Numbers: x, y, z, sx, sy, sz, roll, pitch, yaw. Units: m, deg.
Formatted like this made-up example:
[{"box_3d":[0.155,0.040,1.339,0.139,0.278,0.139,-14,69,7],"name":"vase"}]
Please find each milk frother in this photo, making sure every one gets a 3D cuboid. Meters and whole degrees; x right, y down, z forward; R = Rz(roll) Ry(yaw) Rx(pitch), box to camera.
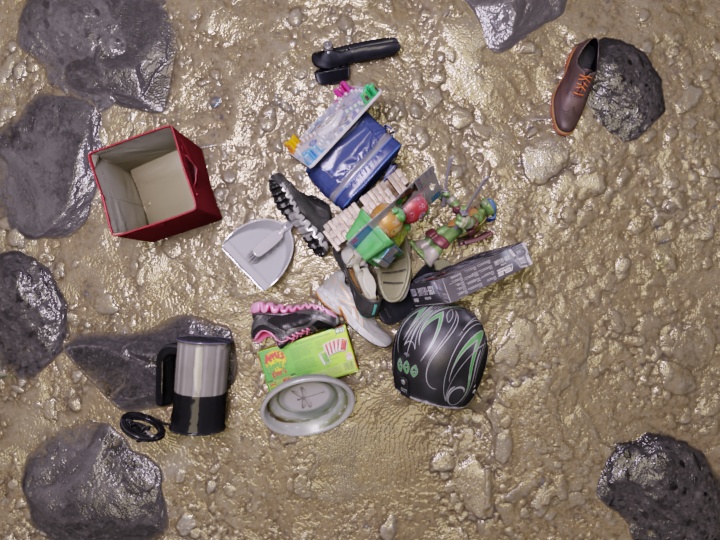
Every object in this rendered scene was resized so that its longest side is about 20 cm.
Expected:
[{"box_3d":[-0.369,0.235,1.054,0.177,0.200,0.191,4,89,6],"name":"milk frother"}]

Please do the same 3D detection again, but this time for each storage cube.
[{"box_3d":[-0.409,-0.168,1.067,0.197,0.180,0.173,-18,89,1],"name":"storage cube"}]

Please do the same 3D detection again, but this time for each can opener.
[{"box_3d":[-0.011,-0.470,1.126,0.197,0.079,0.064,-18,50,-2],"name":"can opener"}]

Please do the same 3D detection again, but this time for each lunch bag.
[{"box_3d":[-0.002,-0.223,1.076,0.132,0.136,0.200,44,93,-1],"name":"lunch bag"}]

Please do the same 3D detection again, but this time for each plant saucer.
[{"box_3d":[-0.111,0.270,1.085,0.197,0.051,0.202,-7,133,-8],"name":"plant saucer"}]

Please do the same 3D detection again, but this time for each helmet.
[{"box_3d":[0.159,0.159,1.040,0.197,0.200,0.194,14,92,2],"name":"helmet"}]

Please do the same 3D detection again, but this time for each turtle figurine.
[{"box_3d":[0.176,-0.117,1.071,0.193,0.200,0.144,-41,54,5],"name":"turtle figurine"}]

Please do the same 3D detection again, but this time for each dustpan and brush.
[{"box_3d":[-0.180,-0.074,1.117,0.140,0.057,0.200,45,61,-1],"name":"dustpan and brush"}]

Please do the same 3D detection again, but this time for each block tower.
[{"box_3d":[0.014,-0.120,1.053,0.199,0.058,0.054,-38,81,2],"name":"block tower"}]

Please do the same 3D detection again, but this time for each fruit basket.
[{"box_3d":[0.074,-0.093,0.965,0.199,0.185,0.094,-37,75,7],"name":"fruit basket"}]

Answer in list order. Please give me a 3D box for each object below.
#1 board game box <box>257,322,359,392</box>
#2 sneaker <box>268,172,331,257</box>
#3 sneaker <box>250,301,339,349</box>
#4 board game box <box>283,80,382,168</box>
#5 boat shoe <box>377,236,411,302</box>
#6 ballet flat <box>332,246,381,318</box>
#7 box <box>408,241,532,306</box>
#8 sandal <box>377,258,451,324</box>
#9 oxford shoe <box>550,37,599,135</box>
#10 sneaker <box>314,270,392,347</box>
[{"box_3d":[-0.111,0.193,1.121,0.197,0.048,0.103,-17,89,1],"name":"board game box"},{"box_3d":[-0.114,-0.131,1.098,0.091,0.066,0.201,-47,113,-28],"name":"sneaker"},{"box_3d":[-0.142,0.121,1.092,0.197,0.079,0.097,0,63,13],"name":"sneaker"},{"box_3d":[-0.065,-0.305,1.055,0.200,0.200,0.026,-47,118,1],"name":"board game box"},{"box_3d":[0.076,-0.030,1.085,0.074,0.068,0.203,-5,74,19],"name":"boat shoe"},{"box_3d":[0.000,0.000,1.075,0.067,0.069,0.202,-11,62,-26],"name":"ballet flat"},{"box_3d":[0.213,0.009,1.029,0.198,0.157,0.050,-23,92,-20],"name":"box"},{"box_3d":[0.124,0.048,1.100,0.199,0.043,0.076,-37,91,-16],"name":"sandal"},{"box_3d":[0.455,-0.390,1.096,0.070,0.073,0.203,12,90,1],"name":"oxford shoe"},{"box_3d":[0.001,0.079,1.108,0.199,0.076,0.092,41,86,0],"name":"sneaker"}]
